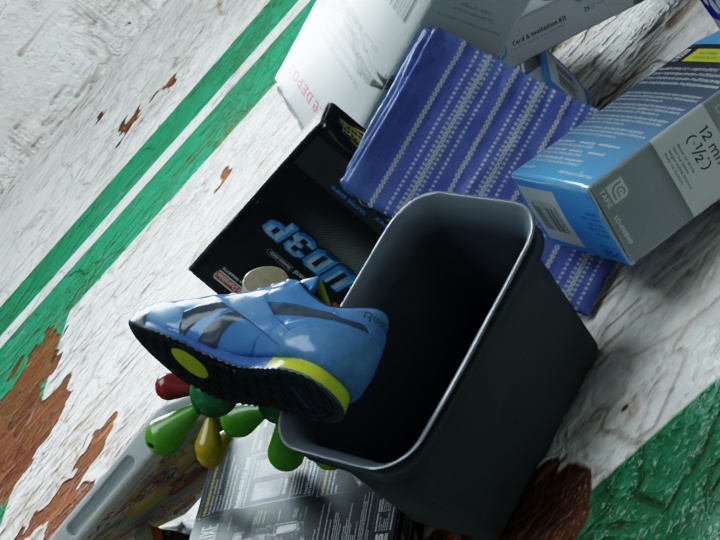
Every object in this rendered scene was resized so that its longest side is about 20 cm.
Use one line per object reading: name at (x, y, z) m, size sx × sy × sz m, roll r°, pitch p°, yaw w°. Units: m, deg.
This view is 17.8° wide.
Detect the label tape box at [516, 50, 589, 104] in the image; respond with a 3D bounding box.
label tape box at (0.088, -0.067, 1.777) m, size 0.200 × 0.066 × 0.144 m, roll -39°, pitch 21°, yaw 17°

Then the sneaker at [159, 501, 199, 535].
sneaker at (-0.156, 0.238, 1.861) m, size 0.081 × 0.088 × 0.200 m, roll -47°, pitch 18°, yaw 22°

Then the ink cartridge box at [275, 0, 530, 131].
ink cartridge box at (0.033, -0.179, 1.728) m, size 0.201 × 0.083 × 0.145 m, roll -60°, pitch 36°, yaw 22°

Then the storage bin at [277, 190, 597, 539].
storage bin at (0.056, 0.071, 1.494) m, size 0.145 × 0.134 × 0.201 m, roll 10°, pitch 61°, yaw 45°

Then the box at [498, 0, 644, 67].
box at (0.140, -0.227, 1.822) m, size 0.199 × 0.041 × 0.156 m, roll -28°, pitch 31°, yaw -16°

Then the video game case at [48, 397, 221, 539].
video game case at (-0.141, 0.148, 1.755) m, size 0.182 × 0.023 × 0.200 m, roll -49°, pitch -14°, yaw 27°

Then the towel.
towel at (0.102, -0.073, 1.604) m, size 0.145 × 0.199 × 0.024 m, roll -60°, pitch -10°, yaw -18°

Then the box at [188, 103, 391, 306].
box at (0.000, 0.000, 1.685) m, size 0.159 × 0.200 × 0.046 m, roll -45°, pitch 12°, yaw 24°

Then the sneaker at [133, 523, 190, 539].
sneaker at (-0.127, 0.278, 1.731) m, size 0.077 × 0.081 × 0.201 m, roll 113°, pitch 155°, yaw -52°

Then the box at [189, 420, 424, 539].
box at (-0.034, 0.166, 1.605) m, size 0.156 × 0.050 × 0.201 m, roll -12°, pitch 33°, yaw 16°

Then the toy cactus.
toy cactus at (-0.052, 0.064, 1.564) m, size 0.103 × 0.198 × 0.166 m, roll -96°, pitch 0°, yaw -51°

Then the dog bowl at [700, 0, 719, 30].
dog bowl at (0.300, -0.238, 1.497) m, size 0.199 × 0.079 × 0.200 m, roll -35°, pitch 16°, yaw 12°

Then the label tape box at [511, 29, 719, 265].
label tape box at (0.214, -0.090, 1.522) m, size 0.199 × 0.066 × 0.143 m, roll -34°, pitch 14°, yaw -10°

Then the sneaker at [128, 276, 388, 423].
sneaker at (-0.063, 0.040, 1.469) m, size 0.199 × 0.066 × 0.079 m, roll 10°, pitch 58°, yaw 43°
